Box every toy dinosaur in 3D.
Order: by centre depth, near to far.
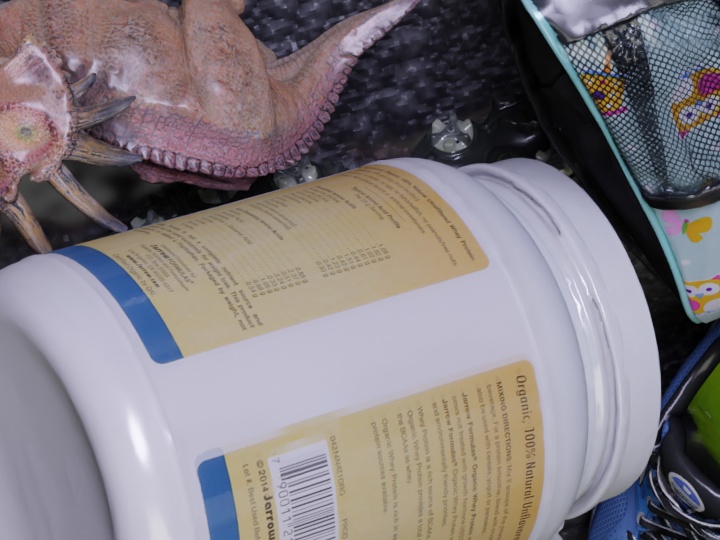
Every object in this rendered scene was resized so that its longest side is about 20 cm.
[{"bbox_3d":[-0.074,-0.058,0.910,0.199,0.136,0.086,4,128,-17],"label":"toy dinosaur"}]

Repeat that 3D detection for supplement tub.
[{"bbox_3d":[-0.017,0.045,0.884,0.199,0.145,0.145,-16,134,-28],"label":"supplement tub"}]

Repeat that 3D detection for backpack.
[{"bbox_3d":[0.126,-0.088,0.908,0.152,0.176,0.201,-16,133,5],"label":"backpack"}]

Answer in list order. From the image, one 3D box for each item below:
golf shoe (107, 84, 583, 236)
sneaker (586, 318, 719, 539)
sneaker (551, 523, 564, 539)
[{"bbox_3d":[0.000,0.000,1.017,0.199,0.077,0.088,-13,137,-2],"label":"golf shoe"},{"bbox_3d":[0.135,0.082,1.092,0.078,0.089,0.201,31,119,15],"label":"sneaker"},{"bbox_3d":[0.034,0.150,1.159,0.077,0.082,0.201,21,104,4],"label":"sneaker"}]
